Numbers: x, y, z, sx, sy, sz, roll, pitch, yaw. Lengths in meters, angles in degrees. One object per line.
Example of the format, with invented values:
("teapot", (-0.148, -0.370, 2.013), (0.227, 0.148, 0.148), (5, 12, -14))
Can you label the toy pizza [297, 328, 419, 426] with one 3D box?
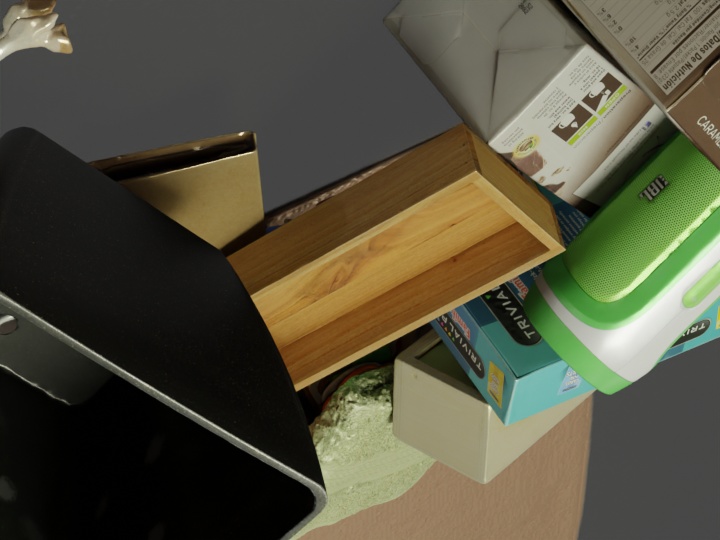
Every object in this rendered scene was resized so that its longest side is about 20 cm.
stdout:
("toy pizza", (-0.042, 0.074, 1.273), (0.199, 0.032, 0.201), (-24, 144, -19))

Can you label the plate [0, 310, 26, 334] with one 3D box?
("plate", (-0.182, 0.099, 1.136), (0.199, 0.032, 0.199), (23, 125, -41))

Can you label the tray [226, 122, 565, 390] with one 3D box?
("tray", (0.000, 0.000, 1.077), (0.199, 0.037, 0.099), (-28, 143, 22))

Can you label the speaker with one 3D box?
("speaker", (0.184, -0.026, 1.101), (0.200, 0.089, 0.088), (-46, 145, 13))

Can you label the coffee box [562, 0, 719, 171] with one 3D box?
("coffee box", (0.149, -0.150, 1.025), (0.080, 0.200, 0.114), (-43, 146, 11))

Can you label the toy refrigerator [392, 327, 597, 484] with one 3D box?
("toy refrigerator", (0.111, 0.046, 1.278), (0.200, 0.076, 0.070), (-34, 137, -40))

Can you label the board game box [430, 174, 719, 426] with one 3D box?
("board game box", (0.135, -0.004, 1.233), (0.199, 0.151, 0.047), (-20, 144, -23))

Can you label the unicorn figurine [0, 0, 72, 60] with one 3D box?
("unicorn figurine", (-0.201, -0.102, 0.895), (0.136, 0.074, 0.201), (-20, 130, -8))

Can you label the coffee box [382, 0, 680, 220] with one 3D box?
("coffee box", (0.116, -0.100, 1.135), (0.080, 0.113, 0.200), (-45, 145, 13))

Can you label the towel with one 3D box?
("towel", (0.018, 0.113, 1.330), (0.199, 0.037, 0.149), (-9, 141, -55))

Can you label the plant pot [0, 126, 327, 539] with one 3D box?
("plant pot", (-0.152, 0.055, 0.934), (0.199, 0.178, 0.200), (33, 121, -27))

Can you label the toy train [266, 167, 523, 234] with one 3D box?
("toy train", (-0.002, -0.028, 1.137), (0.199, 0.034, 0.046), (-20, 162, 8))

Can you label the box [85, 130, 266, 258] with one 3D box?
("box", (-0.128, 0.012, 1.096), (0.162, 0.021, 0.201), (-13, 142, -8))
